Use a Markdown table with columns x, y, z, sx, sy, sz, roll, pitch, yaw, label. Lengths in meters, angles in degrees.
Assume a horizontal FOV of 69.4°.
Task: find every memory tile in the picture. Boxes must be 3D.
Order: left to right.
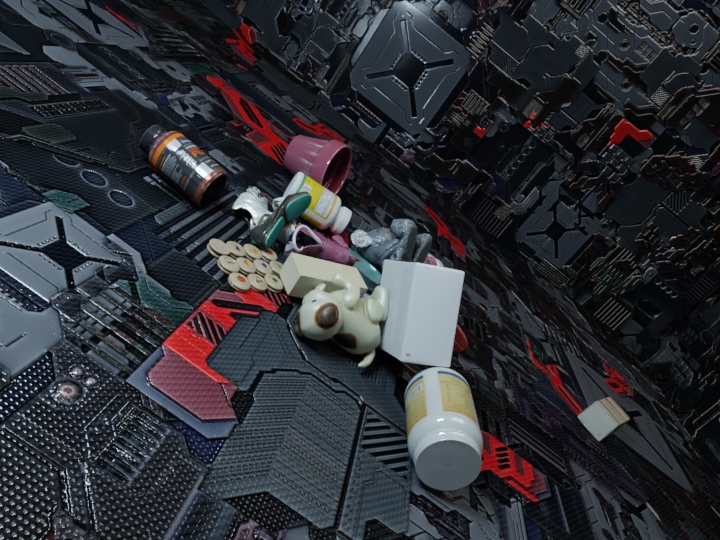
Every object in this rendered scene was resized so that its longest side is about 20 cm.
| x | y | z | sx | sy | sz | roll | pitch | yaw | label |
| --- | --- | --- | --- | --- | --- | --- | --- | --- | --- |
| -0.235 | -0.009 | 1.158 | 0.198 | 0.017 | 0.154 | 5 | 40 | -54 | memory tile |

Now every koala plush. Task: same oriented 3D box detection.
| x | y | z | sx | sy | sz | roll | pitch | yaw | label |
| --- | --- | --- | --- | --- | --- | --- | --- | --- | --- |
| 0.074 | -0.060 | 1.522 | 0.198 | 0.187 | 0.177 | 20 | -5 | 34 | koala plush |

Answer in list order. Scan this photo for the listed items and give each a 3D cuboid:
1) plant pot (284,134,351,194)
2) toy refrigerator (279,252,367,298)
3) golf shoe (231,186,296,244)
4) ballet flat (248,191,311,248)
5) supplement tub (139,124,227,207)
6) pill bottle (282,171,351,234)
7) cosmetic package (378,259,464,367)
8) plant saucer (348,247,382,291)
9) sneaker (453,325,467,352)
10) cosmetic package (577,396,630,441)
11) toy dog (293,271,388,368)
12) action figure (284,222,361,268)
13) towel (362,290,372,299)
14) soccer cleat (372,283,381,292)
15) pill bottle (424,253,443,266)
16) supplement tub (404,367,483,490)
| x | y | z | sx | sy | sz | roll | pitch | yaw | label |
| --- | --- | --- | --- | --- | --- | --- | --- | --- | --- |
| -0.152 | -0.362 | 1.758 | 0.177 | 0.203 | 0.199 | 27 | 19 | 15 | plant pot |
| -0.086 | 0.027 | 1.212 | 0.197 | 0.070 | 0.076 | 12 | 35 | -41 | toy refrigerator |
| -0.238 | -0.112 | 1.311 | 0.199 | 0.078 | 0.098 | 39 | 47 | -1 | golf shoe |
| -0.198 | -0.137 | 1.261 | 0.067 | 0.069 | 0.201 | 26 | 52 | 18 | ballet flat |
| -0.415 | -0.249 | 1.212 | 0.199 | 0.107 | 0.107 | 39 | 22 | 0 | supplement tub |
| -0.128 | -0.194 | 1.551 | 0.198 | 0.113 | 0.113 | 31 | 23 | -17 | pill bottle |
| 0.122 | 0.087 | 1.149 | 0.120 | 0.204 | 0.200 | 9 | 1 | -15 | cosmetic package |
| 0.000 | 0.000 | 1.450 | 0.199 | 0.036 | 0.200 | 39 | 10 | -8 | plant saucer |
| 0.253 | 0.151 | 1.544 | 0.200 | 0.079 | 0.115 | 48 | 25 | 17 | sneaker |
| 0.831 | 0.501 | 1.769 | 0.198 | 0.088 | 0.104 | 8 | 38 | -52 | cosmetic package |
| -0.052 | 0.106 | 1.110 | 0.198 | 0.138 | 0.198 | 17 | 66 | -45 | toy dog |
| -0.083 | -0.057 | 1.270 | 0.196 | 0.149 | 0.137 | 18 | 67 | -15 | action figure |
| -0.004 | 0.080 | 1.345 | 0.145 | 0.024 | 0.201 | 31 | 23 | -22 | towel |
| 0.080 | 0.120 | 1.307 | 0.081 | 0.067 | 0.203 | 9 | 50 | -59 | soccer cleat |
| 0.180 | -0.007 | 1.677 | 0.198 | 0.114 | 0.114 | 12 | 34 | -49 | pill bottle |
| 0.159 | 0.303 | 1.014 | 0.143 | 0.145 | 0.201 | 33 | 23 | -13 | supplement tub |
